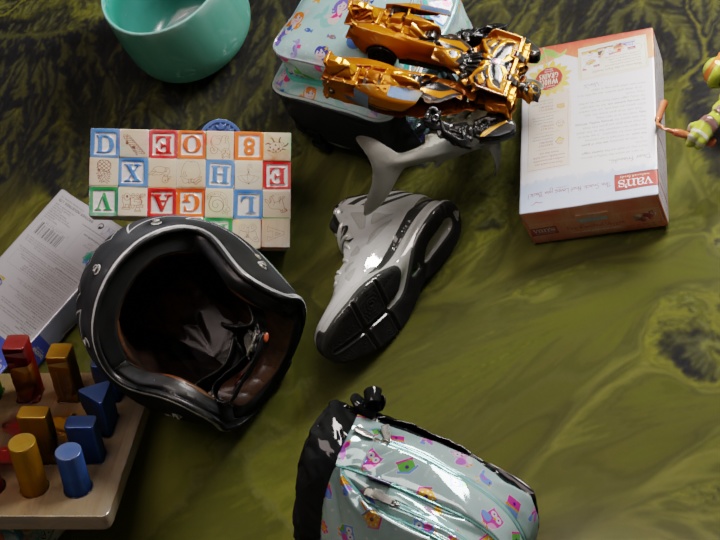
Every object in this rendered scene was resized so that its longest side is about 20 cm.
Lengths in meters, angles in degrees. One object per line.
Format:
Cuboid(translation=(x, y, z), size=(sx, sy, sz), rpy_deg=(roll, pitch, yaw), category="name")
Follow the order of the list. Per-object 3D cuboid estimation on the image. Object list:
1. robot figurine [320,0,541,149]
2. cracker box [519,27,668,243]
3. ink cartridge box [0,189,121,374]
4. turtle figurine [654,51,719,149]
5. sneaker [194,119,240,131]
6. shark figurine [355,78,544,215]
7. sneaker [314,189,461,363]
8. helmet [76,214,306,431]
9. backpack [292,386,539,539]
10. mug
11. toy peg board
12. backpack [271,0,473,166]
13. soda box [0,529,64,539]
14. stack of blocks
Cuboid(translation=(0.071, -0.189, 1.412), size=(0.198, 0.058, 0.146), rpy_deg=(12, 60, 13), category="robot figurine")
Cuboid(translation=(0.225, -0.130, 1.463), size=(0.133, 0.058, 0.201), rpy_deg=(-7, 56, 20), category="cracker box")
Cuboid(translation=(-0.340, 0.018, 1.607), size=(0.119, 0.042, 0.200), rpy_deg=(30, 71, 34), category="ink cartridge box")
Cuboid(translation=(0.381, -0.162, 1.406), size=(0.161, 0.065, 0.200), rpy_deg=(37, 54, 25), category="turtle figurine")
Cuboid(translation=(-0.179, -0.063, 1.583), size=(0.201, 0.070, 0.078), rpy_deg=(-65, 14, -5), category="sneaker")
Cuboid(translation=(0.101, -0.122, 1.461), size=(0.128, 0.090, 0.214), rpy_deg=(12, 41, 41), category="shark figurine")
Cuboid(translation=(0.000, 0.000, 1.472), size=(0.115, 0.076, 0.201), rpy_deg=(20, 60, 40), category="sneaker")
Cuboid(translation=(-0.166, 0.042, 1.412), size=(0.190, 0.200, 0.201), rpy_deg=(29, 72, 16), category="helmet")
Cuboid(translation=(0.044, 0.209, 1.255), size=(0.199, 0.168, 0.127), rpy_deg=(22, 51, 16), category="backpack")
Cuboid(translation=(-0.204, -0.299, 1.710), size=(0.151, 0.115, 0.186), rpy_deg=(-24, 52, 7), category="mug")
Cuboid(translation=(-0.314, 0.137, 1.422), size=(0.197, 0.098, 0.201), rpy_deg=(-1, 36, 9), category="toy peg board")
Cuboid(translation=(0.017, -0.233, 1.565), size=(0.177, 0.151, 0.201), rpy_deg=(19, 63, 32), category="backpack")
Cuboid(translation=(-0.375, 0.213, 1.471), size=(0.199, 0.064, 0.068), rpy_deg=(17, 49, 31), category="soda box")
Cuboid(translation=(-0.169, -0.079, 1.512), size=(0.198, 0.059, 0.116), rpy_deg=(1, 88, -7), category="stack of blocks")
